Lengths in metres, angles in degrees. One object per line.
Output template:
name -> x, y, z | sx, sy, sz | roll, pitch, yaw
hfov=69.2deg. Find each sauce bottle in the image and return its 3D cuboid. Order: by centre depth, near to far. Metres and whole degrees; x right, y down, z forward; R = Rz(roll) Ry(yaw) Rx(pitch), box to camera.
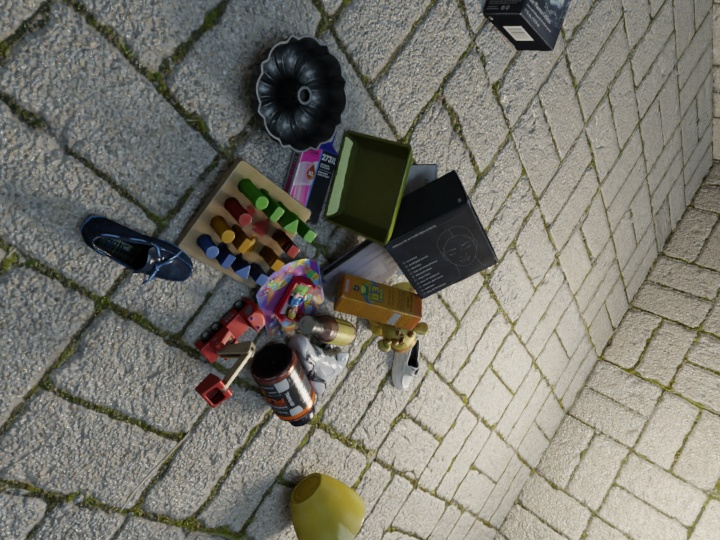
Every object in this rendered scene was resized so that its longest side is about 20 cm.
sauce bottle -> -0.077, 0.136, 1.210 | 0.067, 0.065, 0.200 | -63, 151, -1

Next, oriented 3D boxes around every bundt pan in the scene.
bundt pan -> -0.122, -0.327, 0.969 | 0.200, 0.075, 0.205 | -16, 116, -35

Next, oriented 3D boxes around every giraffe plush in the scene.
giraffe plush -> 0.090, 0.131, 1.299 | 0.173, 0.163, 0.199 | -45, 135, 12

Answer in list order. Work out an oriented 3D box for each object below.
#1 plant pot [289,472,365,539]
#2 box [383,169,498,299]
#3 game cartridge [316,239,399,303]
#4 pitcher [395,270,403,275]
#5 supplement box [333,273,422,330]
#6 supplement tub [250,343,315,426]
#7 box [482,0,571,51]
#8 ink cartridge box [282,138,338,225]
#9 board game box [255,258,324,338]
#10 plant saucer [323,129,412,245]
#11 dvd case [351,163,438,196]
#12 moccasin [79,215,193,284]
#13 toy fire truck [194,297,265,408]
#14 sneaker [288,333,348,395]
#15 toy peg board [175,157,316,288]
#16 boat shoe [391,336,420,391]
plant pot -> -0.106, 0.622, 1.371 | 0.200, 0.199, 0.143 | -41, 106, -23
box -> 0.168, -0.074, 1.148 | 0.198, 0.125, 0.197 | -26, 132, 15
game cartridge -> 0.000, 0.000, 1.226 | 0.199, 0.039, 0.130 | -34, 139, 5
pitcher -> 0.114, -0.079, 1.294 | 0.170, 0.121, 0.203 | -11, 127, -40
supplement box -> 0.040, 0.073, 1.192 | 0.197, 0.067, 0.069 | 14, 145, -13
supplement tub -> -0.166, 0.268, 1.186 | 0.107, 0.106, 0.202 | -39, 131, -24
box -> 0.433, -0.696, 1.316 | 0.195, 0.117, 0.203 | 12, 99, -46
ink cartridge box -> -0.104, -0.201, 1.082 | 0.094, 0.037, 0.203 | 9, 100, -45
board game box -> -0.138, 0.069, 1.133 | 0.157, 0.039, 0.202 | -31, 141, -24
plant saucer -> 0.023, -0.175, 1.097 | 0.047, 0.199, 0.203 | 2, 107, -47
dvd case -> 0.077, -0.165, 1.193 | 0.196, 0.025, 0.153 | -2, 105, -8
moccasin -> -0.370, -0.018, 0.875 | 0.199, 0.068, 0.081 | 24, 105, -43
toy fire truck -> -0.252, 0.153, 1.022 | 0.200, 0.140, 0.049 | -45, 134, -19
sneaker -> -0.097, 0.200, 1.248 | 0.115, 0.075, 0.202 | -39, 136, -25
toy peg board -> -0.198, -0.064, 0.979 | 0.200, 0.098, 0.199 | -52, 136, 4
boat shoe -> 0.141, 0.270, 1.513 | 0.071, 0.068, 0.203 | -11, 116, -40
